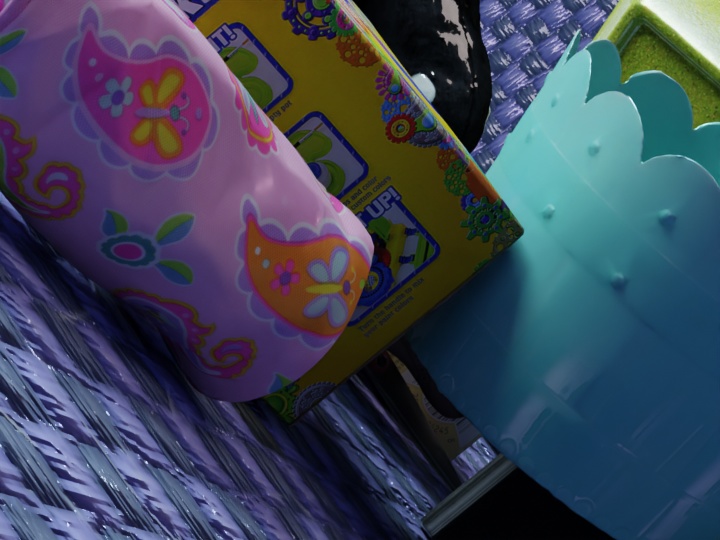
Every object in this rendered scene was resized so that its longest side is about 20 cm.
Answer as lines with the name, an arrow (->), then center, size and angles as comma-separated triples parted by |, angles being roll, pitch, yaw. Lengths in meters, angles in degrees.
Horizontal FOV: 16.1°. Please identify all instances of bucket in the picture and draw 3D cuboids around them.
bucket -> 0.124, 0.017, 1.018 | 0.207, 0.135, 0.207 | 35, 15, -11

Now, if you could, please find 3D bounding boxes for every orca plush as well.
orca plush -> 0.046, -0.145, 1.209 | 0.105, 0.071, 0.200 | 38, 43, -34

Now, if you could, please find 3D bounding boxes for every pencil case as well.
pencil case -> -0.077, -0.041, 0.813 | 0.200, 0.087, 0.087 | 46, 7, -42

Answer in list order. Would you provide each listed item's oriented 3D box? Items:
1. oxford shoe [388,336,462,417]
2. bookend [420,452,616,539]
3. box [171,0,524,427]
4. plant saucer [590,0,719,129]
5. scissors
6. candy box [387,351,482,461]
oxford shoe -> 0.000, 0.000, 1.211 | 0.200, 0.073, 0.071 | 60, 6, -30
bookend -> 0.104, 0.149, 1.012 | 0.200, 0.092, 0.199 | 51, 5, 12
box -> -0.065, -0.081, 0.984 | 0.193, 0.122, 0.200 | 47, 6, -34
plant saucer -> 0.145, -0.026, 1.164 | 0.200, 0.200, 0.048 | 45, 23, 29
scissors -> -0.003, 0.038, 1.254 | 0.014, 0.073, 0.200 | 0, -68, 53
candy box -> -0.005, -0.003, 1.333 | 0.200, 0.055, 0.115 | 49, 4, -25
